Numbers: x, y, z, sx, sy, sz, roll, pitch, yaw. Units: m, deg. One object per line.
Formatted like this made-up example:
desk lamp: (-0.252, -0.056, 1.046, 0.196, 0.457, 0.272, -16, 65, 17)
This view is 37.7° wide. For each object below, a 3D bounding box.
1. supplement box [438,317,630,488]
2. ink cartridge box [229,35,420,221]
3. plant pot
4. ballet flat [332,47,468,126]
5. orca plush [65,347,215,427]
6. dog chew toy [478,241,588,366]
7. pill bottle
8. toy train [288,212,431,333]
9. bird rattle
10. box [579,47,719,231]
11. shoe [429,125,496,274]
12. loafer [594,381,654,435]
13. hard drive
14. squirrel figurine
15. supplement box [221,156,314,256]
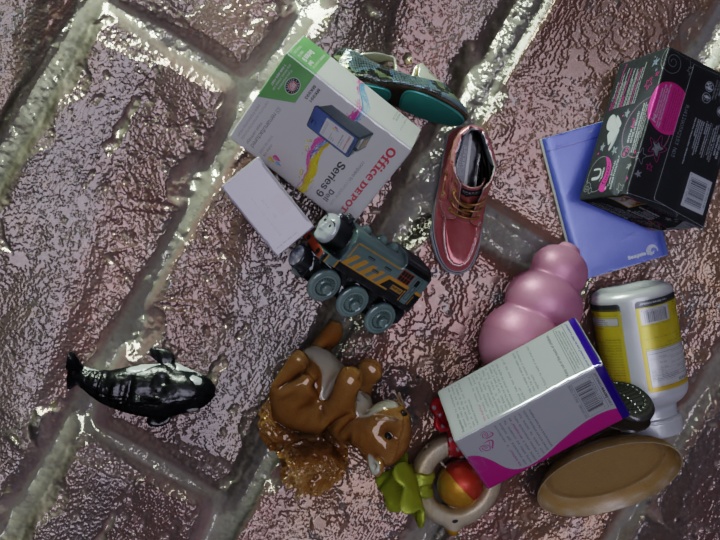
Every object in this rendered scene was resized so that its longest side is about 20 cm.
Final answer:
supplement box: (0.212, 0.165, 1.307, 0.199, 0.104, 0.101, -30, 123, 7)
ink cartridge box: (-0.044, -0.177, 1.358, 0.200, 0.088, 0.145, 37, 118, -8)
plant pot: (0.331, 0.271, 1.413, 0.198, 0.201, 0.028, -9, 52, -4)
ballet flat: (0.053, -0.251, 1.400, 0.199, 0.074, 0.075, 15, 92, -9)
orca plush: (-0.294, 0.150, 1.392, 0.199, 0.071, 0.106, 23, 92, -5)
dog chew toy: (0.240, 0.056, 1.408, 0.124, 0.125, 0.201, 28, 83, -6)
pill bottle: (0.379, 0.120, 1.422, 0.111, 0.112, 0.202, -10, 94, -4)
toy train: (0.000, 0.000, 1.371, 0.200, 0.085, 0.114, 32, 103, -37)
bird rattle: (0.122, 0.267, 1.439, 0.200, 0.113, 0.163, -46, 108, -13)
box: (0.393, -0.166, 1.380, 0.131, 0.115, 0.201, 20, 83, -19)
shoe: (0.136, -0.093, 1.400, 0.071, 0.091, 0.202, 4, 93, -4)
loafer: (0.308, 0.185, 1.389, 0.073, 0.200, 0.072, -16, 103, -28)
hard drive: (0.335, -0.101, 1.447, 0.131, 0.025, 0.201, -16, 95, -3)
squirrel figurine: (-0.032, 0.202, 1.377, 0.186, 0.141, 0.201, 37, 108, 7)
supplement box: (-0.116, -0.079, 1.327, 0.061, 0.200, 0.109, -39, 96, -2)
